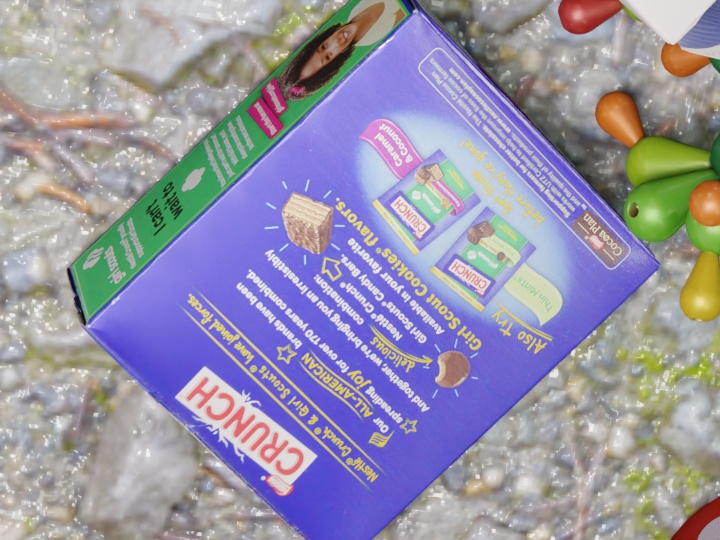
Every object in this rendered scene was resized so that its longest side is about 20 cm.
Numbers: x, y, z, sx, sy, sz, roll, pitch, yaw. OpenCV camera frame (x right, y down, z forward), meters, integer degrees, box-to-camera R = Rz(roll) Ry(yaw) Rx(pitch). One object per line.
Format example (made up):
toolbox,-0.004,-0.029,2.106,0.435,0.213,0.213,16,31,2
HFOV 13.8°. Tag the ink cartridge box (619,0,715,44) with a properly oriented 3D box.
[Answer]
ink cartridge box,0.115,-0.200,1.105,0.163,0.057,0.200,-47,140,3

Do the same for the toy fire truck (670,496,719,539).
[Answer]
toy fire truck,0.241,0.157,1.350,0.199,0.168,0.112,-33,111,3

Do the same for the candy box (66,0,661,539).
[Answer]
candy box,0.000,0.000,1.305,0.200,0.077,0.169,-43,111,5

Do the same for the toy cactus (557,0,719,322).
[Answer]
toy cactus,0.184,-0.065,1.275,0.164,0.201,0.102,-25,149,-4

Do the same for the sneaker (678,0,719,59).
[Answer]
sneaker,0.213,-0.158,1.216,0.198,0.116,0.081,-8,155,16
